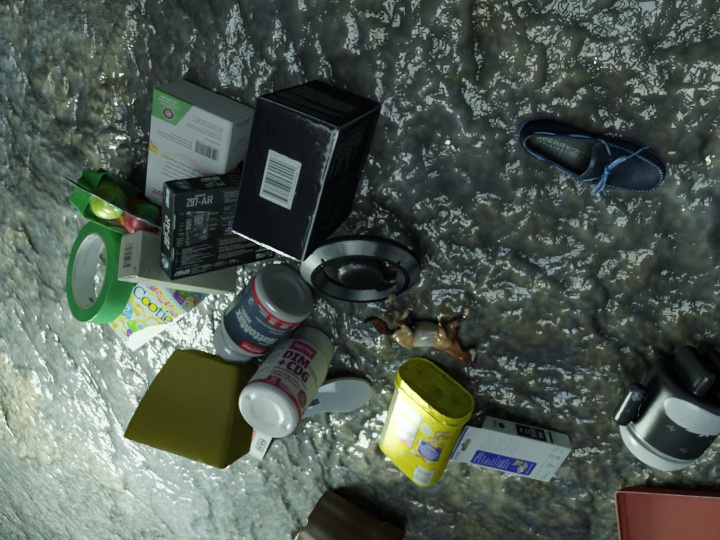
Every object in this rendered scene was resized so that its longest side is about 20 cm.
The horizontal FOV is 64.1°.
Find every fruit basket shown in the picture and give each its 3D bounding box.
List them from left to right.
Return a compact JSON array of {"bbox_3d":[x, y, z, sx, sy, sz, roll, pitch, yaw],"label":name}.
[{"bbox_3d":[-0.399,-0.107,1.018,0.199,0.185,0.094,19,84,21],"label":"fruit basket"}]

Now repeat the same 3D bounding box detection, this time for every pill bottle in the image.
[{"bbox_3d":[-0.189,0.090,1.073,0.120,0.120,0.200,43,124,-6],"label":"pill bottle"},{"bbox_3d":[-0.128,0.197,1.058,0.112,0.200,0.114,9,121,16],"label":"pill bottle"}]

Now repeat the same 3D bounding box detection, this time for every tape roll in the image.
[{"bbox_3d":[-0.510,0.003,1.126,0.199,0.048,0.202,-7,78,39],"label":"tape roll"}]

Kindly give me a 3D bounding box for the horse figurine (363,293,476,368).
[{"bbox_3d":[0.108,0.102,0.995,0.198,0.050,0.133,6,139,9],"label":"horse figurine"}]

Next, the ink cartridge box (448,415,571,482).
[{"bbox_3d":[0.266,0.319,1.038,0.198,0.039,0.100,14,124,-7],"label":"ink cartridge box"}]

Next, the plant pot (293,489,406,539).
[{"bbox_3d":[-0.034,0.602,1.261,0.197,0.200,0.201,31,125,11],"label":"plant pot"}]

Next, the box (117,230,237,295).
[{"bbox_3d":[-0.317,-0.009,1.015,0.068,0.199,0.083,-8,75,39],"label":"box"}]

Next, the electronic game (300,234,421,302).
[{"bbox_3d":[0.000,0.000,0.944,0.198,0.042,0.200,1,151,1],"label":"electronic game"}]

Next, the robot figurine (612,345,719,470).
[{"bbox_3d":[0.481,0.209,0.873,0.150,0.125,0.201,31,126,24],"label":"robot figurine"}]

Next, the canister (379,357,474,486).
[{"bbox_3d":[0.114,0.283,1.060,0.148,0.086,0.201,37,132,31],"label":"canister"}]

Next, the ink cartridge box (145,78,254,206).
[{"bbox_3d":[-0.273,-0.194,0.969,0.144,0.084,0.201,24,124,8],"label":"ink cartridge box"}]

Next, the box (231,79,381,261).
[{"bbox_3d":[-0.075,-0.152,0.839,0.123,0.197,0.201,24,119,10],"label":"box"}]

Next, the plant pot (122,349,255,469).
[{"bbox_3d":[-0.308,0.258,1.136,0.198,0.200,0.178,16,83,6],"label":"plant pot"}]

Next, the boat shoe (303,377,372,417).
[{"bbox_3d":[-0.075,0.244,1.146,0.198,0.065,0.074,-10,107,3],"label":"boat shoe"}]

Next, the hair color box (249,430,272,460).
[{"bbox_3d":[-0.277,0.323,1.271,0.199,0.061,0.102,30,124,5],"label":"hair color box"}]

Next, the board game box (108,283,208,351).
[{"bbox_3d":[-0.406,0.061,1.152,0.199,0.103,0.105,-31,103,32],"label":"board game box"}]

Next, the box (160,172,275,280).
[{"bbox_3d":[-0.225,-0.078,0.951,0.044,0.199,0.161,42,132,35],"label":"box"}]

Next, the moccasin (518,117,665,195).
[{"bbox_3d":[0.307,-0.144,0.777,0.198,0.068,0.081,17,122,12],"label":"moccasin"}]

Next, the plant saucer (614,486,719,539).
[{"bbox_3d":[0.568,0.462,1.028,0.198,0.037,0.201,-5,116,24],"label":"plant saucer"}]
